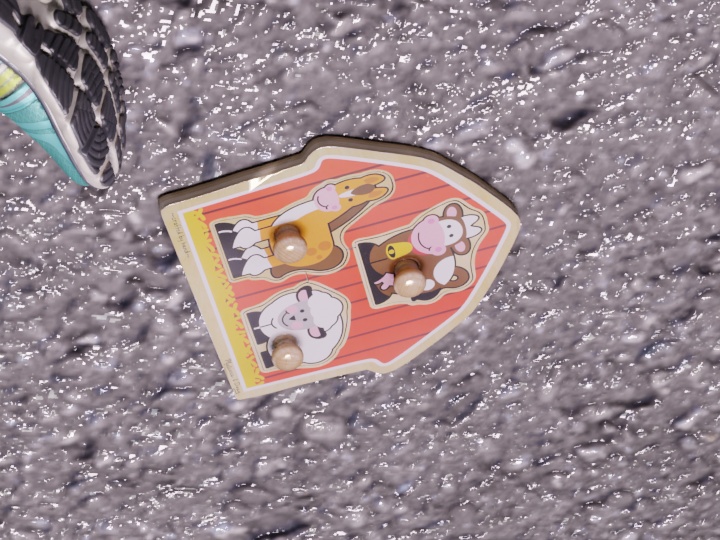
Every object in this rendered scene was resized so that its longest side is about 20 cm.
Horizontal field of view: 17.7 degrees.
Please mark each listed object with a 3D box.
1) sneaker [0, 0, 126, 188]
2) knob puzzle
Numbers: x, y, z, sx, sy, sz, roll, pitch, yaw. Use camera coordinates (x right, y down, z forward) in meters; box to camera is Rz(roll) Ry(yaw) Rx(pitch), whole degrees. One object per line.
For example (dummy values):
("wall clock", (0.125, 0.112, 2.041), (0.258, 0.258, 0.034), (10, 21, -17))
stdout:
("sneaker", (-0.190, -0.118, 1.209), (0.080, 0.078, 0.200), (-14, 133, 28))
("knob puzzle", (0.000, 0.000, 1.381), (0.220, 0.030, 0.220), (-7, 134, -7))
